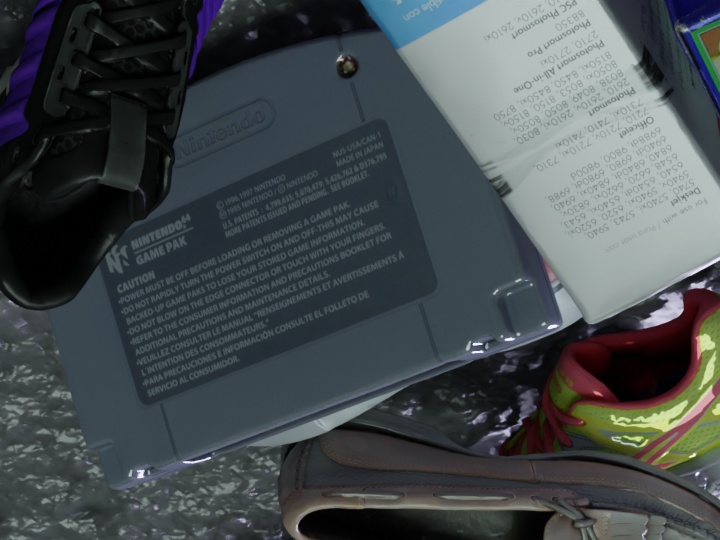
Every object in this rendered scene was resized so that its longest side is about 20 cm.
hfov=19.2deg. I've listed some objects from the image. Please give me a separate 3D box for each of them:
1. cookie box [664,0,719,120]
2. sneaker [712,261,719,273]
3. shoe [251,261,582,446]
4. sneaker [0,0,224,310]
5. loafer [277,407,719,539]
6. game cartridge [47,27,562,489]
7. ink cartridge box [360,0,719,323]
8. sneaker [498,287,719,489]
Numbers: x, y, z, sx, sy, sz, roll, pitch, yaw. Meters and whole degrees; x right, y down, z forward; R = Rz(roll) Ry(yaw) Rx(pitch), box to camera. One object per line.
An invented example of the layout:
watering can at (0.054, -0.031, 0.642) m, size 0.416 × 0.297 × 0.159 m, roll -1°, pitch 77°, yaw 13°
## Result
cookie box at (0.182, -0.145, 0.647) m, size 0.199 × 0.172 × 0.075 m, roll -22°, pitch 138°, yaw 16°
sneaker at (0.166, -0.052, 0.816) m, size 0.099 × 0.071 × 0.200 m, roll -19°, pitch 140°, yaw 6°
shoe at (0.000, 0.000, 0.861) m, size 0.200 × 0.072 × 0.091 m, roll -23°, pitch 113°, yaw 34°
sneaker at (-0.082, -0.069, 0.732) m, size 0.069 × 0.100 × 0.201 m, roll 15°, pitch 121°, yaw -22°
loafer at (0.061, 0.112, 0.898) m, size 0.199 × 0.063 × 0.072 m, roll 13°, pitch 122°, yaw -2°
game cartridge at (-0.031, -0.010, 0.794) m, size 0.199 × 0.134 × 0.040 m, roll -21°, pitch 174°, yaw 27°
ink cartridge box at (0.074, -0.067, 0.719) m, size 0.068 × 0.116 × 0.200 m, roll -28°, pitch 116°, yaw 20°
sneaker at (0.102, 0.070, 0.947) m, size 0.200 × 0.078 × 0.090 m, roll -35°, pitch 123°, yaw 19°
